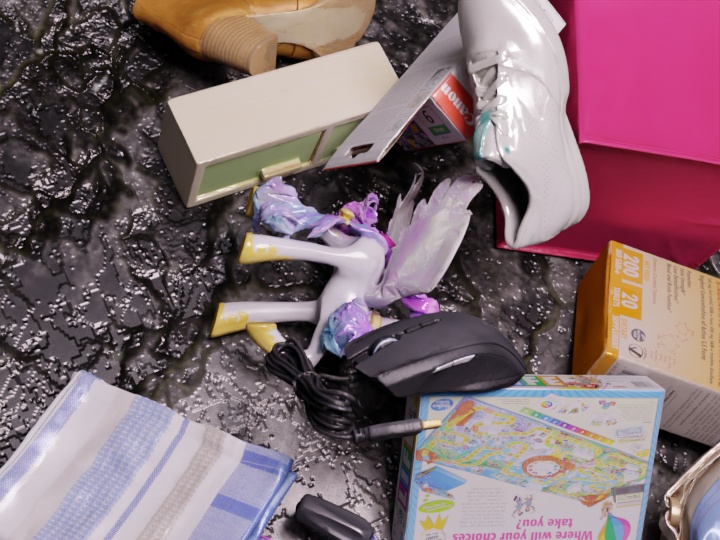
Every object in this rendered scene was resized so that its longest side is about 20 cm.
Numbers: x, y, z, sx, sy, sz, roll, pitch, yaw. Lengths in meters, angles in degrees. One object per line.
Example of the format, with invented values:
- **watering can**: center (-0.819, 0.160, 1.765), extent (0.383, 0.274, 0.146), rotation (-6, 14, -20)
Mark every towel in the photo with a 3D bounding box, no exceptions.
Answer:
- **towel**: center (-0.160, 0.155, 0.870), extent (0.198, 0.024, 0.147), rotation (19, 54, 22)

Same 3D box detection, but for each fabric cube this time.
- **fabric cube**: center (0.235, -0.135, 1.076), extent (0.194, 0.200, 0.202), rotation (7, 65, -13)

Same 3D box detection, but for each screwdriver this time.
- **screwdriver**: center (0.042, 0.215, 0.916), extent (0.198, 0.029, 0.028), rotation (23, 29, 6)

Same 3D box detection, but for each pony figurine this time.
- **pony figurine**: center (0.000, 0.000, 0.986), extent (0.198, 0.167, 0.195), rotation (16, 93, -12)

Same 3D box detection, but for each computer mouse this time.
- **computer mouse**: center (0.042, 0.068, 0.875), extent (0.198, 0.047, 0.140), rotation (-1, 21, -20)

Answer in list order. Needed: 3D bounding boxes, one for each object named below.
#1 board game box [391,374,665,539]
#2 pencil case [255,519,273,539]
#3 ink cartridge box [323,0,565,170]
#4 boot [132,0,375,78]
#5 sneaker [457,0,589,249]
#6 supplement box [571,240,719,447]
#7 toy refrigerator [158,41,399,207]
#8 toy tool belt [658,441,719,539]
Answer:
- **board game box**: center (0.128, 0.149, 0.956), extent (0.197, 0.034, 0.136), rotation (2, 104, -15)
- **pencil case**: center (-0.124, 0.262, 0.841), extent (0.200, 0.085, 0.093), rotation (-39, 112, -29)
- **ink cartridge box**: center (0.066, -0.140, 1.004), extent (0.050, 0.109, 0.200), rotation (45, 73, -18)
- **boot**: center (-0.092, -0.236, 1.107), extent (0.143, 0.071, 0.201), rotation (32, 38, 24)
- **sneaker**: center (0.108, -0.114, 0.913), extent (0.088, 0.075, 0.202), rotation (-30, 105, -38)
- **supplement box**: center (0.283, 0.071, 1.048), extent (0.198, 0.074, 0.127), rotation (19, 49, -7)
- **toy refrigerator**: center (-0.064, -0.122, 1.053), extent (0.198, 0.076, 0.070), rotation (-20, 71, -24)
- **toy tool belt**: center (0.285, 0.212, 0.940), extent (0.125, 0.123, 0.200), rotation (42, 74, -6)
